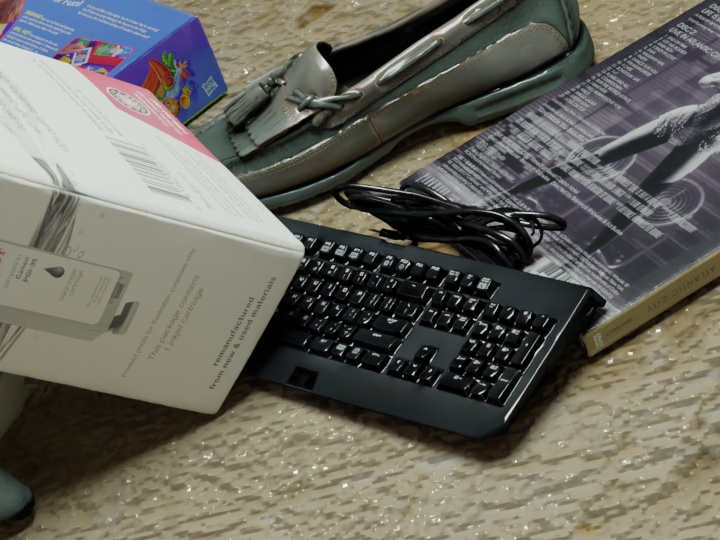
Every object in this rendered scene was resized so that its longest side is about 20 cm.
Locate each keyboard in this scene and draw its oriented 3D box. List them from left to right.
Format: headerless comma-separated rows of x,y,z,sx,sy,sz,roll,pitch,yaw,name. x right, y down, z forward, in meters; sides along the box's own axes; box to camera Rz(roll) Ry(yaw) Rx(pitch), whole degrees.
0.000,0.000,0.923,0.200,0.040,0.104,14,55,41,keyboard

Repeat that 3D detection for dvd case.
0.133,-0.051,0.957,0.200,0.016,0.149,-32,36,-12,dvd case

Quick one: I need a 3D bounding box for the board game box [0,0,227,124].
-0.179,-0.091,1.144,0.134,0.045,0.200,-39,39,-24,board game box

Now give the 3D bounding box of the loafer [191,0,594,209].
0.001,-0.086,1.030,0.200,0.063,0.072,-21,35,-1,loafer

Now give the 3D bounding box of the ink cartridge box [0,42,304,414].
-0.145,-0.030,0.899,0.147,0.200,0.083,46,112,45,ink cartridge box

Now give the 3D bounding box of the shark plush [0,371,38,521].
-0.205,0.037,0.887,0.091,0.200,0.083,15,92,51,shark plush
